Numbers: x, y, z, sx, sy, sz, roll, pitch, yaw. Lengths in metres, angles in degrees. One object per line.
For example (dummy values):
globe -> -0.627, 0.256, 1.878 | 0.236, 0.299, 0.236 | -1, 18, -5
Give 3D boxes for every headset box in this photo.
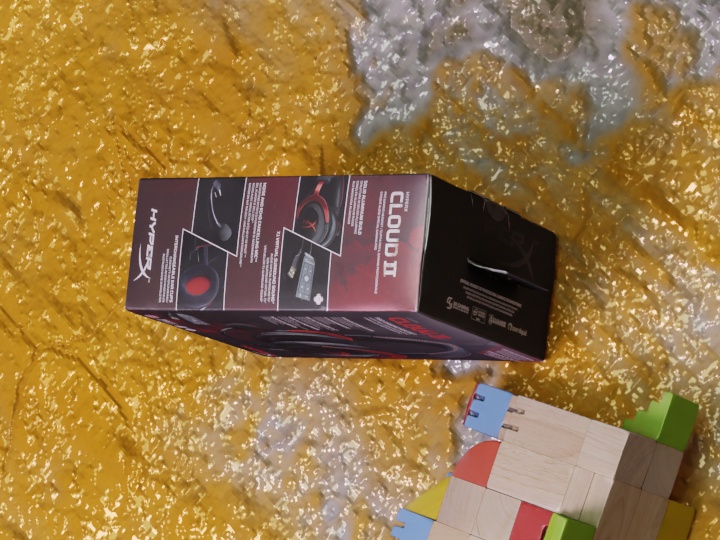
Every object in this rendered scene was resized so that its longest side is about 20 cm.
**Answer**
headset box -> 0.000, 0.000, 1.459 | 0.199, 0.148, 0.076 | 0, 79, 30

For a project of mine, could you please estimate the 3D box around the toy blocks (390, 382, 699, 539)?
toy blocks -> 0.077, 0.142, 1.423 | 0.136, 0.100, 0.201 | 16, 86, 44
